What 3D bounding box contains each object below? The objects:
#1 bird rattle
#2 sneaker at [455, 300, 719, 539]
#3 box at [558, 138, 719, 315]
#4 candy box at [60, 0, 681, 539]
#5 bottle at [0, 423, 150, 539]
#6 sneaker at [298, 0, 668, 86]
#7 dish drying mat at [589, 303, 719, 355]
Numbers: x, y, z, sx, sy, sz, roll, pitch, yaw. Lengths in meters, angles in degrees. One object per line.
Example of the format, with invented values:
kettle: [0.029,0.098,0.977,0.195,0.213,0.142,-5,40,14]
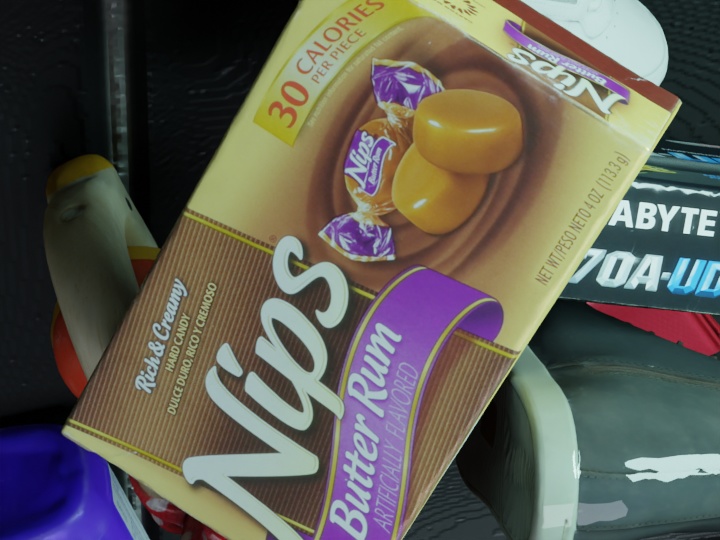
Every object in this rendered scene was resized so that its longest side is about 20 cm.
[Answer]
bird rattle: [-0.078,0.048,1.066,0.113,0.200,0.163,-20,122,13]
sneaker: [0.093,0.049,1.013,0.106,0.200,0.075,2,110,-8]
box: [0.108,-0.019,1.049,0.200,0.159,0.046,6,99,-23]
candy box: [0.000,0.000,0.925,0.117,0.056,0.200,33,116,3]
bottle: [-0.130,0.140,1.290,0.083,0.065,0.200,-13,147,5]
sneaker: [0.050,-0.109,0.959,0.099,0.078,0.200,-37,140,28]
dish drying mat: [0.052,0.046,1.246,0.200,0.018,0.077,-21,145,17]
